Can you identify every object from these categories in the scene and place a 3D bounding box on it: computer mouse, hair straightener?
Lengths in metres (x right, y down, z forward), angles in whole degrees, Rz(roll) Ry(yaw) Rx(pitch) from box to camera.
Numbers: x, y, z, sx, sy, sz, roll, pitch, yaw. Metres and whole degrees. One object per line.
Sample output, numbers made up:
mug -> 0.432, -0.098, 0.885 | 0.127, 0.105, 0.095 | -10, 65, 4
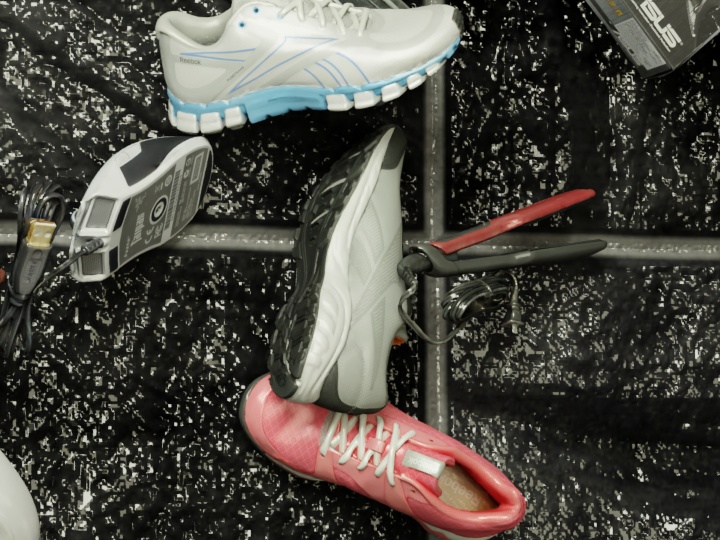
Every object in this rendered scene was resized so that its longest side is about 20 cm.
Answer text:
computer mouse -> -0.158, -0.031, 1.353 | 0.044, 0.110, 0.200 | 26, 33, 19
hair straightener -> 0.093, 0.004, 1.437 | 0.200, 0.041, 0.077 | -19, 94, -47

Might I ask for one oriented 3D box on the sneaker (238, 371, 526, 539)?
sneaker -> 0.021, 0.113, 1.418 | 0.199, 0.087, 0.074 | 25, 78, -15

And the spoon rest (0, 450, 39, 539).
spoon rest -> -0.245, 0.116, 1.336 | 0.099, 0.061, 0.201 | -12, 112, -22

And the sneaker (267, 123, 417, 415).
sneaker -> 0.000, 0.000, 1.418 | 0.079, 0.074, 0.201 | 23, 65, -21

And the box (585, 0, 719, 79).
box -> 0.200, -0.257, 1.525 | 0.158, 0.048, 0.200 | -40, 99, -16

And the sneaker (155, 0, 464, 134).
sneaker -> -0.037, -0.145, 1.372 | 0.199, 0.075, 0.087 | -11, 118, 13

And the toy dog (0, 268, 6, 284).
toy dog -> -0.263, -0.053, 1.325 | 0.096, 0.132, 0.201 | -7, 98, 3

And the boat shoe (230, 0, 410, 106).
boat shoe -> -0.039, -0.193, 1.437 | 0.200, 0.072, 0.071 | 43, 66, -22
